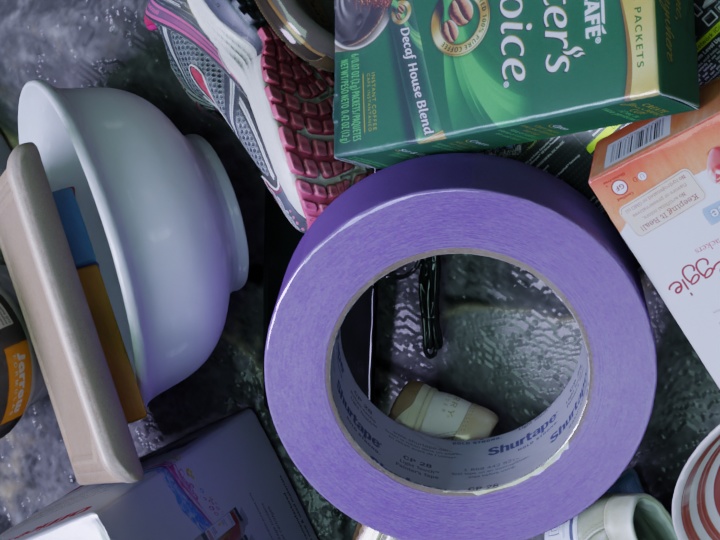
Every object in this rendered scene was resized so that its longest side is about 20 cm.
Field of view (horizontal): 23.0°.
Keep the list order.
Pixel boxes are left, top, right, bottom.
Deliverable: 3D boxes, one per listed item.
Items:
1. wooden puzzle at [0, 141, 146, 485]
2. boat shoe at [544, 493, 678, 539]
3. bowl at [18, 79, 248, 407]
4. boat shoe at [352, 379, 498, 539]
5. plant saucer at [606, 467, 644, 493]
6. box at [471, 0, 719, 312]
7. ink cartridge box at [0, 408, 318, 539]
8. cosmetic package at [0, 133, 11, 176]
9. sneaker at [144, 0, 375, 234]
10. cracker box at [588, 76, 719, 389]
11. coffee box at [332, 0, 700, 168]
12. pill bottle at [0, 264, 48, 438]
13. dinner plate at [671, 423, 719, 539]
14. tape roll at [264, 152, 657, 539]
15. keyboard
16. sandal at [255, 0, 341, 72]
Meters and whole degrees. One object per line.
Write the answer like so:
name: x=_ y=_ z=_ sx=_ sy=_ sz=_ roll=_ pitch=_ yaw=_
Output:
wooden puzzle: x=-0.164 y=0.029 z=1.000 sx=0.037 sy=0.200 sz=0.185 roll=-18 pitch=89 yaw=-15
boat shoe: x=0.175 y=0.202 z=0.954 sx=0.200 sy=0.072 sz=0.062 roll=51 pitch=143 yaw=-14
bowl: x=-0.124 y=-0.022 z=1.024 sx=0.090 sy=0.201 sz=0.201 roll=-17 pitch=96 yaw=-19
boat shoe: x=0.030 y=0.163 z=1.033 sx=0.065 sy=0.072 sz=0.200 roll=18 pitch=109 yaw=9
plant saucer: x=0.163 y=0.216 z=0.993 sx=0.019 sy=0.070 sz=0.200 roll=-18 pitch=95 yaw=53
box: x=0.138 y=-0.097 z=0.943 sx=0.160 sy=0.044 sz=0.200 roll=49 pitch=115 yaw=7
ink cartridge box: x=-0.130 y=0.194 z=1.035 sx=0.145 sy=0.200 sz=0.145 roll=-25 pitch=91 yaw=26
cosmetic package: x=-0.311 y=-0.113 z=1.116 sx=0.101 sy=0.071 sz=0.200 roll=-31 pitch=88 yaw=26
sneaker: x=-0.056 y=-0.100 z=0.999 sx=0.075 sy=0.081 sz=0.200 roll=-44 pitch=59 yaw=32
cracker box: x=0.223 y=-0.005 z=0.888 sx=0.134 sy=0.058 sz=0.200 roll=-28 pitch=108 yaw=23
coffee box: x=0.074 y=-0.126 z=0.904 sx=0.200 sy=0.044 sz=0.123 roll=-7 pitch=79 yaw=38
pill bottle: x=-0.266 y=0.062 z=1.064 sx=0.116 sy=0.200 sz=0.117 roll=5 pitch=104 yaw=22
dinner plate: x=0.255 y=0.103 z=0.894 sx=0.200 sy=0.024 sz=0.200 roll=-2 pitch=137 yaw=-2
tape roll: x=0.052 y=0.043 z=0.927 sx=0.200 sy=0.066 sz=0.200 roll=1 pitch=110 yaw=4
keyboard: x=0.000 y=0.000 z=1.038 sx=0.127 sy=0.021 sz=0.200 roll=9 pitch=106 yaw=27
sandal: x=-0.052 y=-0.202 z=0.976 sx=0.055 sy=0.082 sz=0.200 roll=-35 pitch=82 yaw=29
